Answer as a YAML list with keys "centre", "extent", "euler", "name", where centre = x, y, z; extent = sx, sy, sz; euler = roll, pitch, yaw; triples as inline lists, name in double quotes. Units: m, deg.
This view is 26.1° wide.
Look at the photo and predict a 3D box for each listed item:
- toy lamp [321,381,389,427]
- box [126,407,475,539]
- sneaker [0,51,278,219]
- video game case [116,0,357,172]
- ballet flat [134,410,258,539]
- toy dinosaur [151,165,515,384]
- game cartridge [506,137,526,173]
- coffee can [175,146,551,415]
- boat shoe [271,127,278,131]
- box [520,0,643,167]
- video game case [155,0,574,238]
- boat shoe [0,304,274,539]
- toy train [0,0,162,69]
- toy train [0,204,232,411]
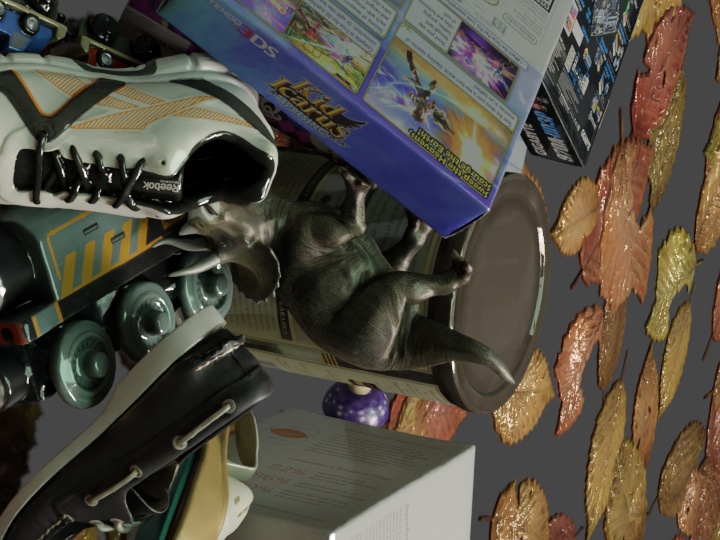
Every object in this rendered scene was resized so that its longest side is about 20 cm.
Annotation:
- centre: [0.013, 0.022, 1.105]
  extent: [0.058, 0.058, 0.200]
  euler: [-40, 146, -51]
  name: "toy lamp"
- centre: [-0.035, 0.174, 1.013]
  extent: [0.200, 0.152, 0.107]
  euler: [-17, 112, -59]
  name: "box"
- centre: [-0.131, -0.062, 0.766]
  extent: [0.200, 0.080, 0.074]
  euler: [-11, 136, -24]
  name: "sneaker"
- centre: [-0.023, -0.175, 0.931]
  extent: [0.200, 0.181, 0.036]
  euler: [-64, -170, -27]
  name: "video game case"
- centre: [-0.088, 0.115, 0.904]
  extent: [0.069, 0.063, 0.200]
  euler: [-54, -160, 31]
  name: "ballet flat"
- centre: [-0.004, 0.006, 0.855]
  extent: [0.102, 0.200, 0.077]
  euler: [-49, -168, 11]
  name: "toy dinosaur"
- centre: [0.087, -0.043, 1.298]
  extent: [0.133, 0.041, 0.200]
  euler: [22, 79, -66]
  name: "game cartridge"
- centre: [0.000, 0.000, 0.974]
  extent: [0.146, 0.200, 0.147]
  euler: [-28, 123, -56]
  name: "coffee can"
- centre: [-0.029, -0.118, 1.003]
  extent: [0.200, 0.066, 0.070]
  euler: [27, 47, -62]
  name: "boat shoe"
- centre: [0.142, -0.178, 1.059]
  extent: [0.159, 0.046, 0.200]
  euler: [-70, 158, -9]
  name: "box"
- centre: [0.011, -0.146, 0.849]
  extent: [0.200, 0.045, 0.181]
  euler: [37, 51, -16]
  name: "video game case"
- centre: [-0.122, 0.104, 0.822]
  extent: [0.200, 0.060, 0.074]
  euler: [-46, 173, 21]
  name: "boat shoe"
- centre: [-0.135, -0.107, 0.814]
  extent: [0.200, 0.034, 0.046]
  euler: [23, 66, -42]
  name: "toy train"
- centre: [-0.146, -0.002, 0.839]
  extent: [0.200, 0.085, 0.114]
  euler: [-36, 117, -51]
  name: "toy train"
